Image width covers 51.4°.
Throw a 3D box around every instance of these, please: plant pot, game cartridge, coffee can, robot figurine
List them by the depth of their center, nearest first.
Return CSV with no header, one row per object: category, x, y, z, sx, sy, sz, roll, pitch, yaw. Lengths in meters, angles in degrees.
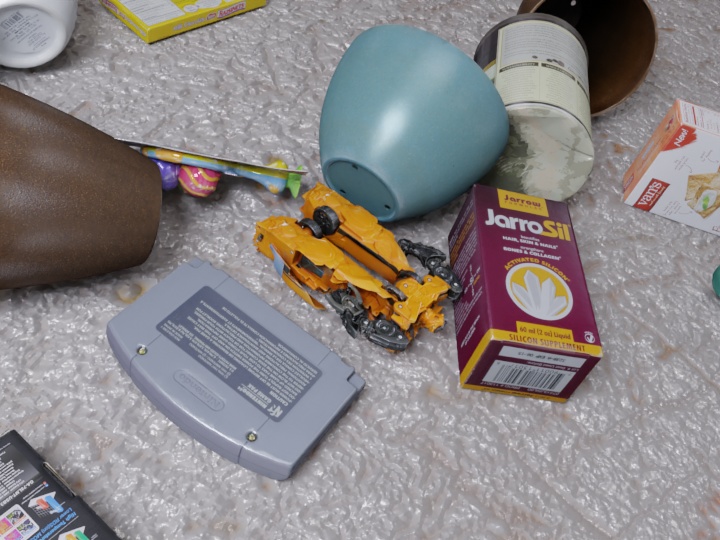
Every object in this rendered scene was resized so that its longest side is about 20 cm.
plant pot,-0.277,-0.063,0.621,0.199,0.187,0.187,7,47,-31
game cartridge,-0.111,0.082,0.640,0.200,0.042,0.133,35,53,13
robot figurine,0.000,0.000,0.730,0.200,0.058,0.145,39,50,16
plant pot,0.035,-0.130,0.776,0.200,0.200,0.135,30,65,9
coffee can,0.202,-0.194,0.901,0.146,0.147,0.200,17,48,-4
plant pot,0.291,-0.340,1.053,0.186,0.187,0.200,11,33,-9

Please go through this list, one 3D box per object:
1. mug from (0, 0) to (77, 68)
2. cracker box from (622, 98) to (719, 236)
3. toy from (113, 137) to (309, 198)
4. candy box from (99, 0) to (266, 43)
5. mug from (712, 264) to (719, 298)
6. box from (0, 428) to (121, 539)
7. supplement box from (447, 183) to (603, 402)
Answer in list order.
mug,-0.407,-0.303,0.812,0.199,0.148,0.176,-26,65,-1
cracker box,0.448,-0.114,0.923,0.199,0.134,0.058,19,48,-1
toy,-0.157,-0.097,0.751,0.199,0.115,0.047,6,94,-11
candy box,-0.229,-0.359,0.982,0.102,0.026,0.200,40,50,20
mug,0.517,0.017,0.847,0.185,0.115,0.152,-19,59,-31
box,-0.237,0.231,0.462,0.198,0.050,0.200,38,50,14
supplement box,0.156,0.019,0.746,0.110,0.086,0.200,10,48,-10
